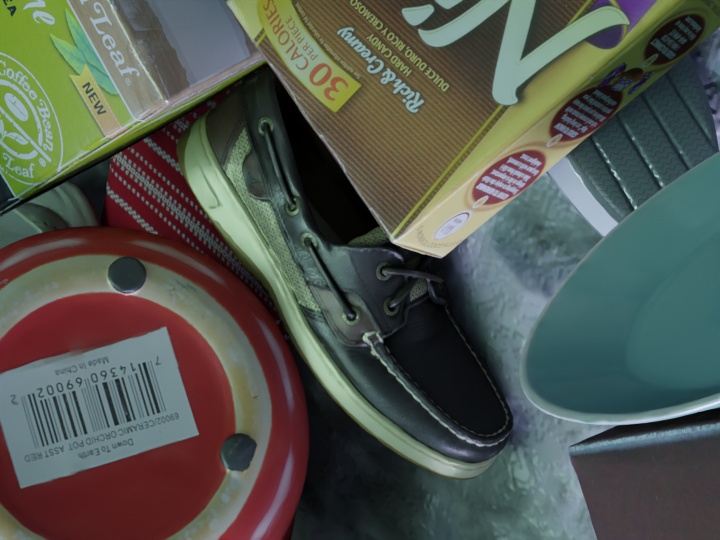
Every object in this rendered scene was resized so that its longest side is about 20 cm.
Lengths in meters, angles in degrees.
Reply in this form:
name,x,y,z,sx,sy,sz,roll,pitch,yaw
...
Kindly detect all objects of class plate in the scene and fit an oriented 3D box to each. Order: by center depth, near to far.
name,x,y,z,sx,sy,sz,roll,pitch,yaw
plate,0.141,-0.006,0.670,0.199,0.200,0.026,-16,114,49

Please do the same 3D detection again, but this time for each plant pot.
name,x,y,z,sx,sy,sz,roll,pitch,yaw
plant pot,-0.120,0.091,0.935,0.202,0.199,0.183,64,163,9

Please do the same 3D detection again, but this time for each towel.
name,x,y,z,sx,sy,sz,roll,pitch,yaw
towel,-0.063,-0.066,0.998,0.144,0.022,0.201,39,129,32

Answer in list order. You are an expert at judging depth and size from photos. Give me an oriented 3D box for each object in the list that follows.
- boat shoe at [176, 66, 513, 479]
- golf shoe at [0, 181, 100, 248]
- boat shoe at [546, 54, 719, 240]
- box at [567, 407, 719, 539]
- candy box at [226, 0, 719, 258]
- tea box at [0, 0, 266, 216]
name,x,y,z,sx,sy,sz,roll,pitch,yaw
boat shoe,0.000,0.000,0.904,0.200,0.073,0.065,49,126,5
golf shoe,-0.232,-0.011,1.089,0.199,0.092,0.076,0,117,29
boat shoe,0.071,-0.084,0.817,0.201,0.072,0.071,61,155,18
box,0.199,0.118,0.661,0.164,0.165,0.202,-16,91,50
candy box,0.063,-0.112,0.744,0.200,0.056,0.117,-41,71,15
tea box,-0.137,-0.150,0.909,0.196,0.133,0.201,-26,95,48
